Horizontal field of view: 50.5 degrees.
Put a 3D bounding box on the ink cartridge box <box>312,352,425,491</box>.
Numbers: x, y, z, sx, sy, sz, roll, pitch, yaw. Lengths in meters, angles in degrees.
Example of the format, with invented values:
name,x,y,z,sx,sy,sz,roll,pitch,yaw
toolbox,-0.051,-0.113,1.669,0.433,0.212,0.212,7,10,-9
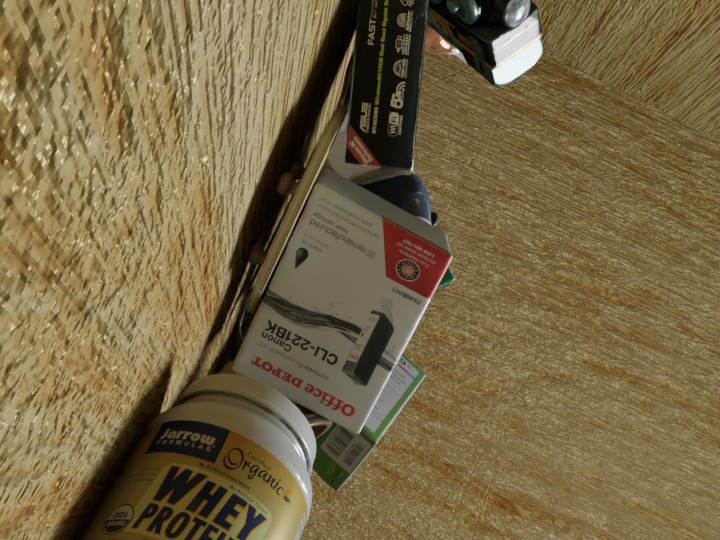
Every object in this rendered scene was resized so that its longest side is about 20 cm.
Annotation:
name,x,y,z,sx,sy,sz,roll,pitch,yaw
ink cartridge box,0.017,0.162,0.933,0.105,0.059,0.200,-55,173,35

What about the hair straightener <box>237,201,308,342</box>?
name,x,y,z,sx,sy,sz,roll,pitch,yaw
hair straightener,-0.079,-0.006,0.834,0.203,0.040,0.077,-60,-162,10

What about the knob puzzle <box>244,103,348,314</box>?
name,x,y,z,sx,sy,sz,roll,pitch,yaw
knob puzzle,-0.061,-0.073,0.701,0.224,0.030,0.220,-63,-175,10

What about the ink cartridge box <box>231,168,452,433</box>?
name,x,y,z,sx,sy,sz,roll,pitch,yaw
ink cartridge box,-0.019,0.031,0.737,0.203,0.142,0.084,-63,-175,17

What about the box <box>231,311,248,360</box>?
name,x,y,z,sx,sy,sz,roll,pitch,yaw
box,-0.091,0.132,0.978,0.048,0.158,0.201,-46,172,-25

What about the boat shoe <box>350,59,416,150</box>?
name,x,y,z,sx,sy,sz,roll,pitch,yaw
boat shoe,0.030,-0.208,0.964,0.200,0.070,0.074,55,32,-69

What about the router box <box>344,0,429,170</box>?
name,x,y,z,sx,sy,sz,roll,pitch,yaw
router box,0.023,-0.177,0.723,0.200,0.060,0.154,-89,-175,-81

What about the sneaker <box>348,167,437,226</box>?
name,x,y,z,sx,sy,sz,roll,pitch,yaw
sneaker,-0.005,-0.033,0.850,0.199,0.080,0.148,-37,-142,22

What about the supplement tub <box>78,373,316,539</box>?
name,x,y,z,sx,sy,sz,roll,pitch,yaw
supplement tub,-0.116,0.189,0.543,0.202,0.142,0.146,-67,-177,-50

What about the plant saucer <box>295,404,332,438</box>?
name,x,y,z,sx,sy,sz,roll,pitch,yaw
plant saucer,-0.122,0.181,0.759,0.196,0.030,0.201,-22,163,-7

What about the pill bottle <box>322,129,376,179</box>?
name,x,y,z,sx,sy,sz,roll,pitch,yaw
pill bottle,-0.024,-0.081,1.007,0.201,0.114,0.118,115,-1,-53

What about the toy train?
name,x,y,z,sx,sy,sz,roll,pitch,yaw
toy train,0.095,-0.261,0.721,0.084,0.201,0.115,-34,139,-5

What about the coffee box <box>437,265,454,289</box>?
name,x,y,z,sx,sy,sz,roll,pitch,yaw
coffee box,0.000,0.000,0.900,0.196,0.125,0.044,-25,171,-12

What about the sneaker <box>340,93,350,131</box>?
name,x,y,z,sx,sy,sz,roll,pitch,yaw
sneaker,0.025,-0.201,1.067,0.071,0.106,0.203,-67,-178,-56

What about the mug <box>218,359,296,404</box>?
name,x,y,z,sx,sy,sz,roll,pitch,yaw
mug,-0.155,0.204,0.921,0.147,0.188,0.155,-4,-137,49

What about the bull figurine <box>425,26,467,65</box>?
name,x,y,z,sx,sy,sz,roll,pitch,yaw
bull figurine,0.089,-0.299,0.883,0.200,0.118,0.067,140,-45,-65
